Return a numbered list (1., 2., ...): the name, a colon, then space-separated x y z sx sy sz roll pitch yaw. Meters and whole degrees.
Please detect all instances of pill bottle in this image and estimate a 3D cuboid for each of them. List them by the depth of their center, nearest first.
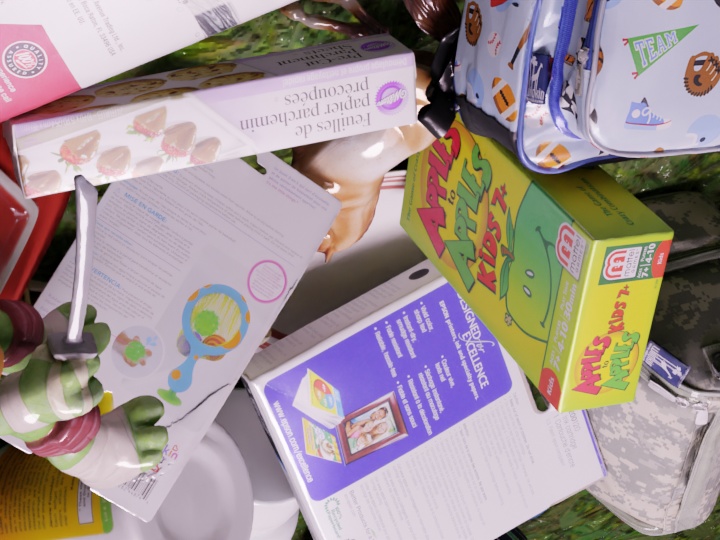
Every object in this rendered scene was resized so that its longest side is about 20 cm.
1. pill bottle: -0.174 0.153 0.999 0.199 0.112 0.111 -13 154 37
2. pill bottle: -0.111 0.179 1.107 0.114 0.114 0.200 3 138 -31

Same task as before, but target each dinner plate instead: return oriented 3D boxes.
1. dinner plate: 0.000 0.000 1.015 0.199 0.024 0.201 -15 143 -12

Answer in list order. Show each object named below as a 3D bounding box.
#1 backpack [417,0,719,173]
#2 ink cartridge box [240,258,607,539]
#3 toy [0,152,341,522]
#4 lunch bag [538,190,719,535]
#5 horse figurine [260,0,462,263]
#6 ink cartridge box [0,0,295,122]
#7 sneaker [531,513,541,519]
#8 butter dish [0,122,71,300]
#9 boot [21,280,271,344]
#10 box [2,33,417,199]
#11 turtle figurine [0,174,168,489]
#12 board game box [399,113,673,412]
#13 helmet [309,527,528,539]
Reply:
1. backpack: 0.142 -0.148 0.778 0.199 0.154 0.191 -8 109 -26
2. ink cartridge box: 0.044 0.098 1.025 0.199 0.043 0.199 -27 117 -11
3. toy: -0.110 0.017 0.843 0.115 0.047 0.200 35 77 -22
4. lunch bag: 0.202 0.068 1.087 0.139 0.168 0.200 -14 143 -12
5. horse figurine: -0.007 -0.086 0.861 0.132 0.050 0.200 29 122 -27
6. ink cartridge box: -0.104 -0.170 0.687 0.199 0.085 0.145 -22 145 2
7. sneaker: 0.111 0.154 1.214 0.078 0.090 0.200 -24 147 3
8. butter dish: -0.265 -0.018 0.754 0.147 0.201 0.200 10 157 30
9. boot: -0.151 0.020 0.900 0.154 0.072 0.200 -20 152 14
10. box: -0.071 -0.077 0.772 0.199 0.041 0.039 -12 117 -15
11. turtle figurine: -0.145 0.013 0.683 0.194 0.143 0.201 39 69 -63
12. board game box: 0.087 -0.023 0.861 0.047 0.200 0.102 -7 123 -23
13. helmet: 0.059 0.270 1.230 0.190 0.201 0.200 16 131 -22
